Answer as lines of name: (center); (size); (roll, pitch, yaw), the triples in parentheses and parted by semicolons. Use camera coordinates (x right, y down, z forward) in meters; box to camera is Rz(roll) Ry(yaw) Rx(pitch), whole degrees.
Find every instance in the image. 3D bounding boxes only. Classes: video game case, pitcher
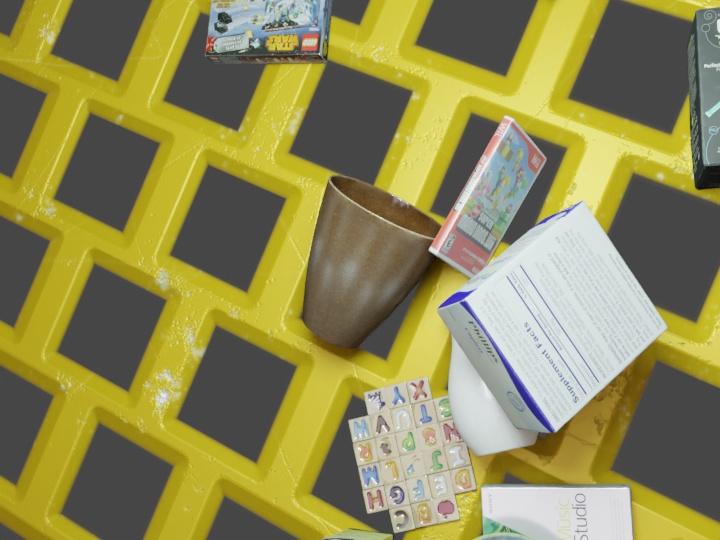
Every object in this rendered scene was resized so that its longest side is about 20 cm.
video game case: (0.176, -0.092, 1.167); (0.017, 0.143, 0.202); (31, 92, 34)
pitcher: (0.172, 0.134, 1.126); (0.119, 0.172, 0.203); (-11, 78, -6)

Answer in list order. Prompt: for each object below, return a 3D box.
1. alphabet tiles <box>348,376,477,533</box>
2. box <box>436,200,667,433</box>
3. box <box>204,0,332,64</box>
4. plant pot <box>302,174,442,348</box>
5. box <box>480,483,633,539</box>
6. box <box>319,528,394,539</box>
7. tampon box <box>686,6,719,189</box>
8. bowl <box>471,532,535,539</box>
alphabet tiles: (0.072, 0.261, 1.224); (0.164, 0.006, 0.203); (-16, 79, 14)
box: (0.223, 0.056, 1.016); (0.199, 0.105, 0.185); (-36, 93, -18)
box: (-0.143, -0.398, 1.357); (0.197, 0.040, 0.139); (4, 83, 17)
plant pot: (0.000, 0.000, 1.205); (0.185, 0.186, 0.202); (30, 106, 18)
box: (0.261, 0.359, 1.139); (0.197, 0.036, 0.147); (-5, 82, 18)
box: (-0.013, 0.379, 1.133); (0.074, 0.200, 0.051); (2, 81, 16)
tampon box: (0.501, -0.220, 1.094); (0.147, 0.126, 0.204); (-1, 82, 16)
bowl: (0.176, 0.443, 1.074); (0.196, 0.108, 0.203); (3, 59, -5)
